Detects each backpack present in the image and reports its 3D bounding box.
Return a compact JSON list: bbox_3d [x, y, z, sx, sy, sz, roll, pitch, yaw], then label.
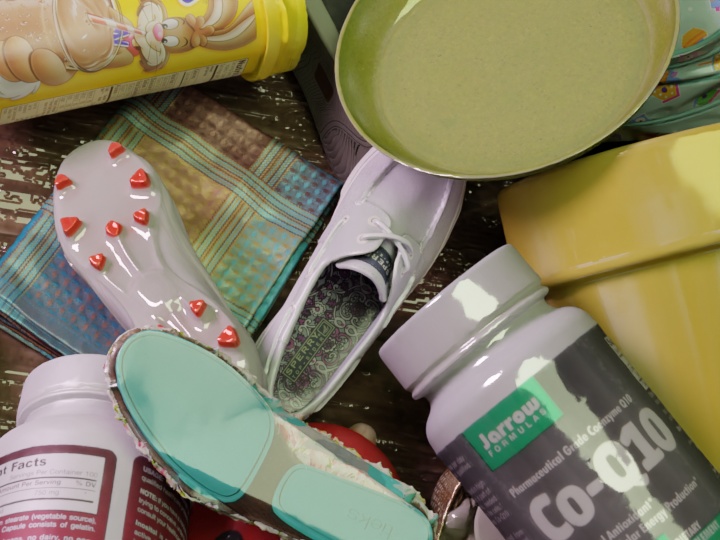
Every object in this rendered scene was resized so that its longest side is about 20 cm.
[{"bbox_3d":[0.161,-0.145,1.127,0.199,0.127,0.168,1,67,19],"label":"backpack"}]

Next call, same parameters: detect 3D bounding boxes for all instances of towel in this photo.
[{"bbox_3d":[-0.114,-0.016,1.079,0.146,0.022,0.200,33,62,-1],"label":"towel"}]

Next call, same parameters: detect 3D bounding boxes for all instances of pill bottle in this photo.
[{"bbox_3d":[-0.145,0.149,0.934,0.112,0.113,0.201,12,52,-11],"label":"pill bottle"},{"bbox_3d":[0.107,0.092,0.978,0.113,0.113,0.200,-36,83,-27],"label":"pill bottle"}]

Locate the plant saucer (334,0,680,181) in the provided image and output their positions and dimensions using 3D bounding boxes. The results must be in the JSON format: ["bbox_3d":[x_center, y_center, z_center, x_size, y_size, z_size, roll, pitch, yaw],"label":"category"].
[{"bbox_3d":[0.084,-0.125,1.042,0.199,0.031,0.201,-9,54,12],"label":"plant saucer"}]

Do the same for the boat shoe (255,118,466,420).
[{"bbox_3d":[0.000,0.000,1.040,0.072,0.068,0.200,40,84,-11],"label":"boat shoe"}]

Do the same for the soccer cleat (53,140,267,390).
[{"bbox_3d":[-0.114,0.009,1.024,0.069,0.078,0.200,-32,58,-6],"label":"soccer cleat"}]

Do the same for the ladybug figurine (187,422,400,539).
[{"bbox_3d":[-0.038,0.163,0.992,0.135,0.072,0.201,27,62,-3],"label":"ladybug figurine"}]

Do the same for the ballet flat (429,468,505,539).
[{"bbox_3d":[0.057,0.191,1.011,0.070,0.065,0.201,13,64,-11],"label":"ballet flat"}]

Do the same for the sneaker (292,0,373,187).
[{"bbox_3d":[0.024,-0.121,1.136,0.106,0.075,0.201,-19,77,-26],"label":"sneaker"}]

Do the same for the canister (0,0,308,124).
[{"bbox_3d":[-0.149,-0.169,1.072,0.199,0.087,0.149,-15,73,-21],"label":"canister"}]

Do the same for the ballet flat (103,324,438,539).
[{"bbox_3d":[-0.050,0.102,0.935,0.200,0.064,0.076,37,73,-5],"label":"ballet flat"}]

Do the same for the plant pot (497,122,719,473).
[{"bbox_3d":[0.196,0.022,1.069,0.200,0.201,0.190,-11,86,-21],"label":"plant pot"}]
